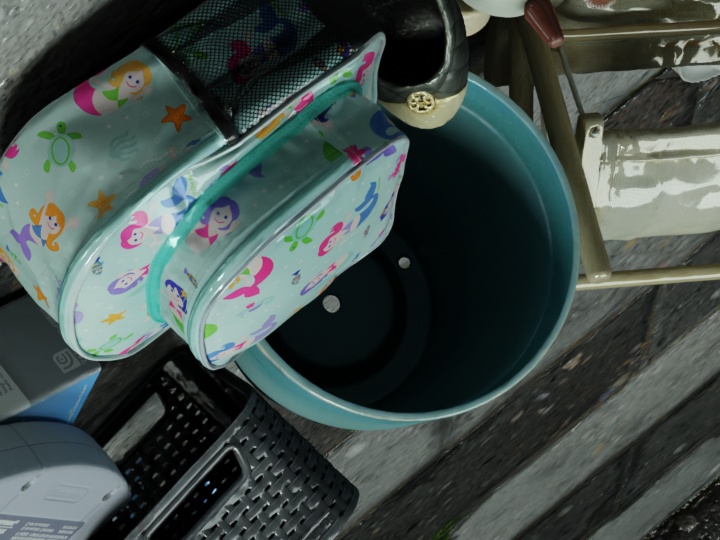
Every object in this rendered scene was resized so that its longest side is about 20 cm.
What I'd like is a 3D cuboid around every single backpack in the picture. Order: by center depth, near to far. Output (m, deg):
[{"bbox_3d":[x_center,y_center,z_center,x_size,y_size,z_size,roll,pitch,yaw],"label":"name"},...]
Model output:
[{"bbox_3d":[-0.079,-0.043,1.436,0.200,0.151,0.178,-31,162,-17],"label":"backpack"}]

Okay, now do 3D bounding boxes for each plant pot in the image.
[{"bbox_3d":[0.000,0.000,1.657,0.200,0.200,0.188,-36,178,-18],"label":"plant pot"}]

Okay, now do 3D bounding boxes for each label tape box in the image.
[{"bbox_3d":[-0.247,0.106,1.564,0.200,0.066,0.143,-25,158,-39],"label":"label tape box"}]

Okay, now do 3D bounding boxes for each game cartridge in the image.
[{"bbox_3d":[-0.197,0.136,1.576,0.133,0.041,0.200,-39,165,8],"label":"game cartridge"}]

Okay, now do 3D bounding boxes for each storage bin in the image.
[{"bbox_3d":[-0.098,0.134,1.734,0.135,0.094,0.200,-47,-162,-6],"label":"storage bin"}]

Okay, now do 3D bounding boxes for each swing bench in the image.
[{"bbox_3d":[0.187,-0.090,1.735,0.198,0.201,0.130,-4,174,-20],"label":"swing bench"}]

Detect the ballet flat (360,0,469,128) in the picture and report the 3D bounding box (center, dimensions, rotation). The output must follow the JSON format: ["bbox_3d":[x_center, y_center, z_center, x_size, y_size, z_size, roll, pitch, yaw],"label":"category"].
[{"bbox_3d":[0.011,-0.133,1.450,0.066,0.057,0.200,-12,141,8],"label":"ballet flat"}]

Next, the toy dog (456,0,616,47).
[{"bbox_3d":[0.121,-0.182,1.599,0.200,0.096,0.132,-37,163,-13],"label":"toy dog"}]

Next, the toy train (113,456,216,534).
[{"bbox_3d":[-0.143,0.213,1.945,0.114,0.087,0.201,-8,127,-8],"label":"toy train"}]

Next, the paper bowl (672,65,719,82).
[{"bbox_3d":[0.270,-0.198,1.884,0.200,0.104,0.201,-38,164,-13],"label":"paper bowl"}]

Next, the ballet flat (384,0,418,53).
[{"bbox_3d":[0.027,-0.166,1.496,0.070,0.067,0.200,-3,141,-34],"label":"ballet flat"}]
